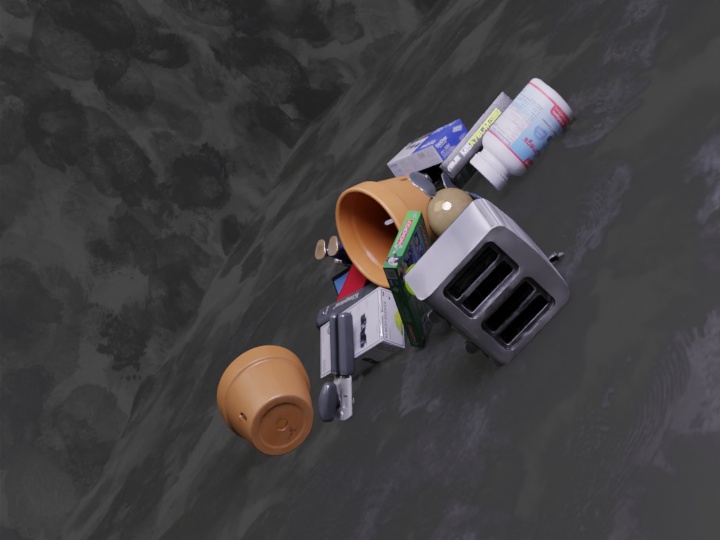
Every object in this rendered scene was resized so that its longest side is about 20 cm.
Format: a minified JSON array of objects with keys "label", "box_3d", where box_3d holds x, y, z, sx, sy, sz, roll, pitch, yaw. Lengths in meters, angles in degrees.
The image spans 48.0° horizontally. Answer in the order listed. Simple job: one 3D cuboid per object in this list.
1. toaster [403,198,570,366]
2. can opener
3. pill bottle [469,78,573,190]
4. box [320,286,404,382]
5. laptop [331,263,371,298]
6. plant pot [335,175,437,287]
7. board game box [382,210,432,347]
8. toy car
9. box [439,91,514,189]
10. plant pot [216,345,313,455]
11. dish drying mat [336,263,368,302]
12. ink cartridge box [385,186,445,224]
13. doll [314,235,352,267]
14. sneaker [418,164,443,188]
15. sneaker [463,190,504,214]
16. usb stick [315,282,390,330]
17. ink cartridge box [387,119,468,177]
[{"label":"toaster","box_3d":[0.192,0.014,1.186,0.200,0.180,0.119,-47,23,12]},{"label":"can opener","box_3d":[-0.041,0.181,1.515,0.052,0.065,0.206,-4,82,46]},{"label":"pill bottle","box_3d":[0.305,-0.256,1.550,0.201,0.108,0.109,-49,17,10]},{"label":"box","box_3d":[0.001,0.131,1.578,0.199,0.059,0.119,-37,45,42]},{"label":"laptop","box_3d":[-0.015,0.088,1.695,0.176,0.103,0.202,-33,23,47]},{"label":"plant pot","box_3d":[0.067,-0.089,1.551,0.139,0.203,0.199,-31,5,-32]},{"label":"board game box","box_3d":[0.098,0.017,1.416,0.028,0.203,0.136,4,47,26]},{"label":"toy car","box_3d":[0.144,-0.073,1.353,0.162,0.204,0.157,-3,-24,-46]},{"label":"box","box_3d":[0.250,-0.265,1.689,0.194,0.047,0.200,-52,-9,7]},{"label":"plant pot","box_3d":[-0.179,0.274,1.630,0.201,0.199,0.140,-50,33,1]},{"label":"dish drying mat","box_3d":[0.000,0.000,1.690,0.077,0.018,0.204,38,107,57]},{"label":"ink cartridge box","box_3d":[0.111,-0.134,1.815,0.201,0.103,0.059,-51,17,1]},{"label":"doll","box_3d":[-0.011,-0.028,1.788,0.134,0.197,0.050,-12,69,42]},{"label":"sneaker","box_3d":[0.176,-0.224,1.786,0.081,0.077,0.200,-32,13,45]},{"label":"sneaker","box_3d":[0.207,-0.118,1.557,0.079,0.089,0.200,-51,17,-5]},{"label":"usb stick","box_3d":[-0.014,0.069,1.643,0.198,0.032,0.056,-28,40,34]},{"label":"ink cartridge box","box_3d":[0.142,-0.257,1.724,0.094,0.045,0.199,-45,15,-22]}]
